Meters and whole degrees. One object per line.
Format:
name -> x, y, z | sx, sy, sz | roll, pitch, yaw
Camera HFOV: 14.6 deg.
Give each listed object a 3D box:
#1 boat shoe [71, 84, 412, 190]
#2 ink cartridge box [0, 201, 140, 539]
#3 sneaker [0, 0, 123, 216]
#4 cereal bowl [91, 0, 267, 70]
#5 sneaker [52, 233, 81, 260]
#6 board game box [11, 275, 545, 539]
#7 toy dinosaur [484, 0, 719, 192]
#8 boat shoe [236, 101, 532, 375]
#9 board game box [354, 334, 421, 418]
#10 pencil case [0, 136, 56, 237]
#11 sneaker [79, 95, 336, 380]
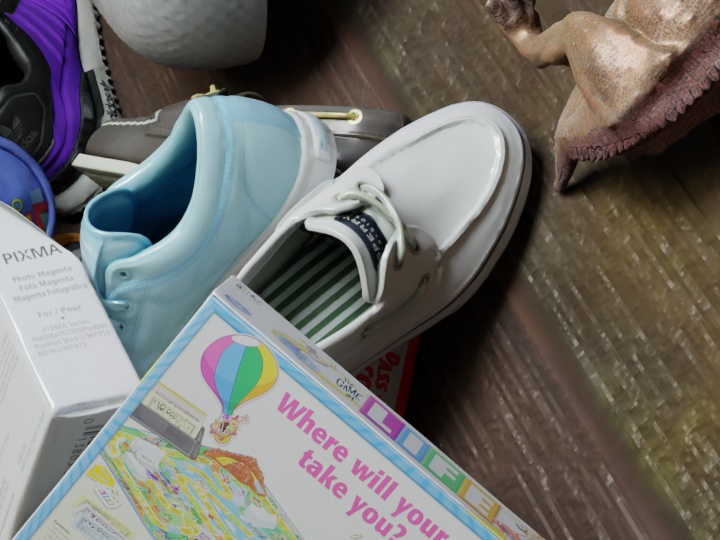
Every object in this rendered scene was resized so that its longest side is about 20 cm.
boat shoe -> -0.053, -0.051, 1.286 | 0.201, 0.072, 0.061 | 11, 79, 44
ink cartridge box -> -0.168, 0.032, 1.232 | 0.200, 0.057, 0.163 | 65, 147, 33
sneaker -> -0.189, -0.120, 1.466 | 0.070, 0.099, 0.200 | -46, 39, 16
cereal bowl -> -0.108, -0.190, 1.334 | 0.200, 0.083, 0.201 | 168, 90, -80
sneaker -> -0.152, 0.075, 1.319 | 0.077, 0.078, 0.200 | 6, 71, 47
board game box -> -0.015, 0.118, 1.039 | 0.135, 0.200, 0.034 | -50, -1, 15
toy dinosaur -> 0.128, -0.089, 1.086 | 0.200, 0.086, 0.136 | -50, 44, 24
boat shoe -> 0.000, 0.000, 1.137 | 0.073, 0.067, 0.200 | 37, 72, 13
board game box -> -0.054, 0.100, 1.206 | 0.151, 0.046, 0.201 | -12, 59, 47
pencil case -> -0.221, -0.035, 1.392 | 0.087, 0.078, 0.200 | -35, 20, -19
sneaker -> -0.097, 0.000, 1.205 | 0.200, 0.082, 0.074 | -55, 37, 21
